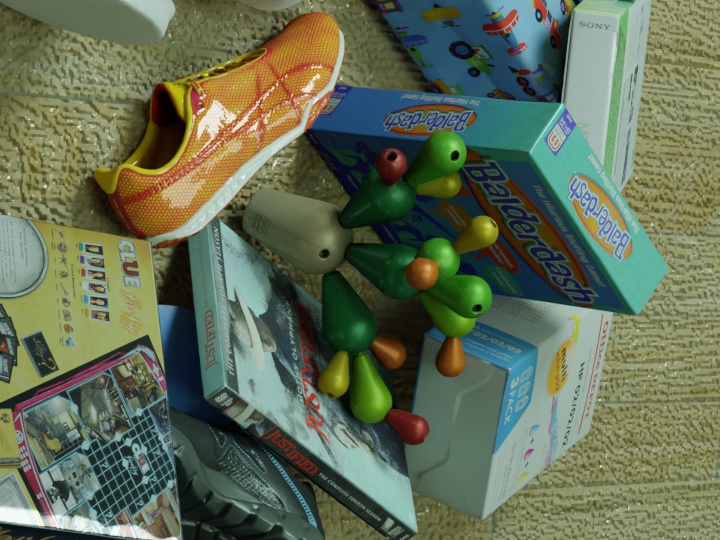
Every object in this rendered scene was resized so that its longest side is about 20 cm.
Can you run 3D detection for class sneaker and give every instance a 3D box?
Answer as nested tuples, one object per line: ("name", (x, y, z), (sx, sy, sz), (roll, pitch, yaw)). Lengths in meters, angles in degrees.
("sneaker", (-0.079, -0.099, 1.652), (0.200, 0.073, 0.077), (-49, 117, -32))
("sneaker", (-0.103, 0.120, 1.619), (0.200, 0.073, 0.082), (40, 28, -24))

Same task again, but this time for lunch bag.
("lunch bag", (0.097, -0.223, 1.810), (0.151, 0.094, 0.200), (54, 48, -36))

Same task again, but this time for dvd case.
("dvd case", (-0.036, 0.068, 1.693), (0.200, 0.022, 0.146), (40, 29, -39))

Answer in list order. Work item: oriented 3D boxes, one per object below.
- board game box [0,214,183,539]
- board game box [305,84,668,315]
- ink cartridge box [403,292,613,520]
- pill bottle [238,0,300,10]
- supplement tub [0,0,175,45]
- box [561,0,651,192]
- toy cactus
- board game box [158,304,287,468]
("board game box", (-0.173, 0.064, 1.508), (0.135, 0.035, 0.200), (11, 53, -28))
("board game box", (0.078, -0.046, 1.722), (0.045, 0.200, 0.152), (-55, 128, -24))
("ink cartridge box", (0.109, 0.069, 1.811), (0.200, 0.068, 0.115), (-33, 138, -54))
("pill bottle", (-0.008, -0.250, 1.669), (0.200, 0.111, 0.112), (-38, 121, -35))
("supplement tub", (-0.136, -0.242, 1.524), (0.140, 0.140, 0.200), (28, 76, -43))
("box", (0.163, -0.117, 1.829), (0.200, 0.036, 0.145), (-49, 145, -73))
("toy cactus", (0.000, 0.000, 1.668), (0.102, 0.165, 0.200), (-41, 149, -50))
("board game box", (-0.133, 0.119, 1.653), (0.200, 0.039, 0.158), (-49, 120, -31))
